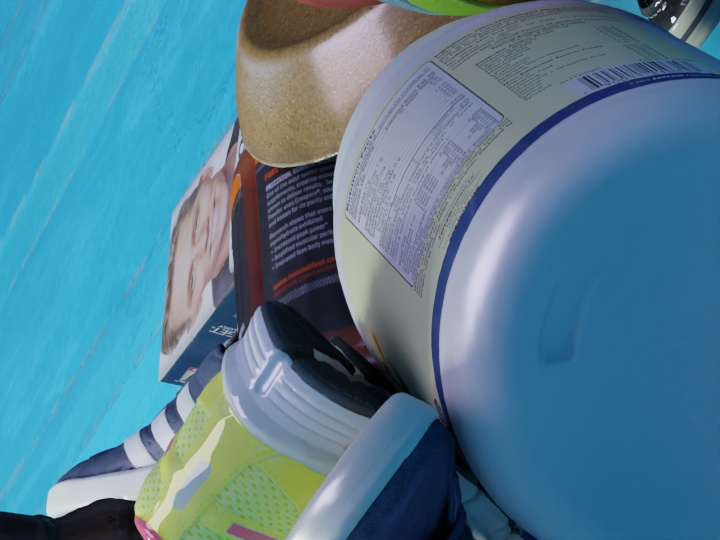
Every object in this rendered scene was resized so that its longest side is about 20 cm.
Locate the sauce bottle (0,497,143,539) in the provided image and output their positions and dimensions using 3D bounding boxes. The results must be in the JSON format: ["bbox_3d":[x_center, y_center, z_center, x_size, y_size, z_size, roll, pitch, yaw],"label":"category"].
[{"bbox_3d":[-0.078,0.129,1.229,0.065,0.199,0.065,-170,90,-75],"label":"sauce bottle"}]

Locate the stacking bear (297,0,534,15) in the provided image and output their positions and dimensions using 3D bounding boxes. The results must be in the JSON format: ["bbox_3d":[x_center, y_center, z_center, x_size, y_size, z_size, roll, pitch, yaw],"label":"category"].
[{"bbox_3d":[0.052,-0.140,0.983,0.114,0.122,0.199,-42,28,-28],"label":"stacking bear"}]

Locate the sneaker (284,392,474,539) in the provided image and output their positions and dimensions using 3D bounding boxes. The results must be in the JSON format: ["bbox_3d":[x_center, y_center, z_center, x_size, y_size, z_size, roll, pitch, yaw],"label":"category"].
[{"bbox_3d":[0.026,0.108,0.855,0.075,0.084,0.200,-50,-20,-22],"label":"sneaker"}]

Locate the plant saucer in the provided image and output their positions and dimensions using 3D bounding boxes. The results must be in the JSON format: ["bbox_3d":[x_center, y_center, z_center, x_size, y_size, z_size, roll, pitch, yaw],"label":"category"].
[{"bbox_3d":[0.014,-0.129,1.201,0.200,0.035,0.201,-36,26,21],"label":"plant saucer"}]

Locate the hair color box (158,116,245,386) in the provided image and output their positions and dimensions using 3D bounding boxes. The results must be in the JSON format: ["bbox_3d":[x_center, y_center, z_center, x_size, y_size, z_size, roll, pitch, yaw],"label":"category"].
[{"bbox_3d":[-0.042,-0.019,1.448,0.200,0.060,0.101,129,148,-59],"label":"hair color box"}]

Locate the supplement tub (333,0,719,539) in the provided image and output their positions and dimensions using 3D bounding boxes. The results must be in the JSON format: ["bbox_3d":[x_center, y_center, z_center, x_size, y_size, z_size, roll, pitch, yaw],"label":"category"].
[{"bbox_3d":[0.072,-0.003,0.910,0.200,0.144,0.146,-133,56,-70],"label":"supplement tub"}]

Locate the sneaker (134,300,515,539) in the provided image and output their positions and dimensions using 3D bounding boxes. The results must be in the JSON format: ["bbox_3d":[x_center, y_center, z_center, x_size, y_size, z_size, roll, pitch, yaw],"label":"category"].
[{"bbox_3d":[-0.018,0.073,0.937,0.090,0.200,0.078,-48,65,2],"label":"sneaker"}]

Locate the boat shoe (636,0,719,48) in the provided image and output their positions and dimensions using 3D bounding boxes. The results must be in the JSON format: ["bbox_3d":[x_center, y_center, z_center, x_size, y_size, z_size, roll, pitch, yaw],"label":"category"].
[{"bbox_3d":[0.102,-0.162,1.062,0.075,0.062,0.201,125,150,-50],"label":"boat shoe"}]

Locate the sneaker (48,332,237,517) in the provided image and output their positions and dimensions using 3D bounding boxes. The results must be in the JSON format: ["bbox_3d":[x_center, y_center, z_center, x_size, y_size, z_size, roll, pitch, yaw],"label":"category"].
[{"bbox_3d":[-0.067,0.075,1.373,0.199,0.075,0.085,-20,51,41],"label":"sneaker"}]

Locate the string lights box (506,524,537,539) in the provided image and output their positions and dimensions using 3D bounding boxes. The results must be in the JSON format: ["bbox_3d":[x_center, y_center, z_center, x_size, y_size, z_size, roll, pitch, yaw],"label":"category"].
[{"bbox_3d":[0.026,0.128,1.034,0.200,0.102,0.059,-104,-3,-54],"label":"string lights box"}]

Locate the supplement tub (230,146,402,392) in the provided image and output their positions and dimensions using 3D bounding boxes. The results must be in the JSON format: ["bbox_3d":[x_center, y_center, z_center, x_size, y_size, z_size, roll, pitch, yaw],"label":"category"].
[{"bbox_3d":[0.000,0.000,1.215,0.201,0.106,0.107,-96,24,-44],"label":"supplement tub"}]
